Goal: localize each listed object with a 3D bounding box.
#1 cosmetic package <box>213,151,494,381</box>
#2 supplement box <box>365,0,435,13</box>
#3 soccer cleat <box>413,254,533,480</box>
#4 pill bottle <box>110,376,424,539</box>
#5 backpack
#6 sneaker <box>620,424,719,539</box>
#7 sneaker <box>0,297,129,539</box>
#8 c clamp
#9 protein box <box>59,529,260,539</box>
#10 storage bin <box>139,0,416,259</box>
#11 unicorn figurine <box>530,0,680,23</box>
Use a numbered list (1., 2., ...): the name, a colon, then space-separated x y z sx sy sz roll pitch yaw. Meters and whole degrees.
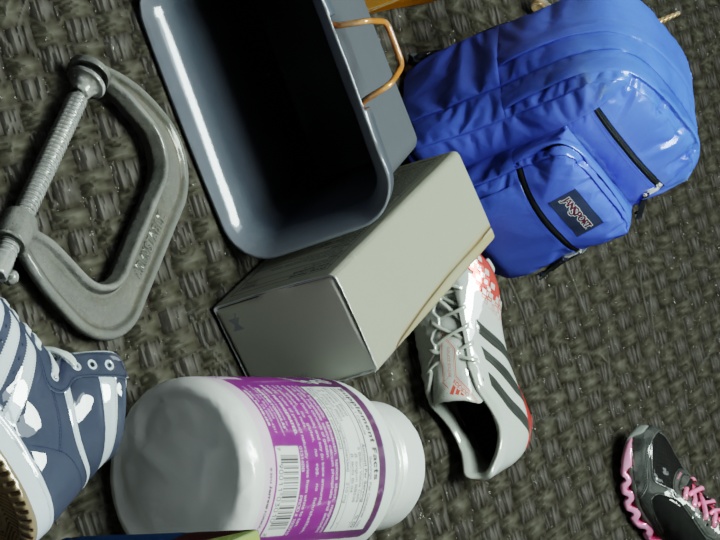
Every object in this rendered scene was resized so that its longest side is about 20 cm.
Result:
1. cosmetic package: 0.000 0.000 1.339 0.200 0.103 0.074 -46 115 -51
2. supplement box: 0.021 -0.303 1.517 0.126 0.073 0.202 -22 95 -57
3. soccer cleat: 0.071 0.056 1.453 0.085 0.068 0.202 -42 116 -58
4. pill bottle: -0.048 0.121 1.212 0.199 0.111 0.114 6 72 -55
5. backpack: 0.154 -0.098 1.495 0.162 0.199 0.169 41 34 -42
6. sneaker: 0.286 0.215 1.675 0.079 0.095 0.202 -39 108 -52
7. sneaker: -0.193 0.039 1.070 0.108 0.070 0.202 -40 117 -49
8. c clamp: -0.167 -0.052 1.185 0.171 0.027 0.201 53 40 -28
9. protein box: -0.140 0.252 0.985 0.198 0.134 0.202 -16 97 -56
10. storage bin: -0.033 -0.132 1.327 0.202 0.144 0.134 68 24 -9
11. unicorn figurine: 0.198 -0.179 1.739 0.137 0.073 0.202 46 56 -49
